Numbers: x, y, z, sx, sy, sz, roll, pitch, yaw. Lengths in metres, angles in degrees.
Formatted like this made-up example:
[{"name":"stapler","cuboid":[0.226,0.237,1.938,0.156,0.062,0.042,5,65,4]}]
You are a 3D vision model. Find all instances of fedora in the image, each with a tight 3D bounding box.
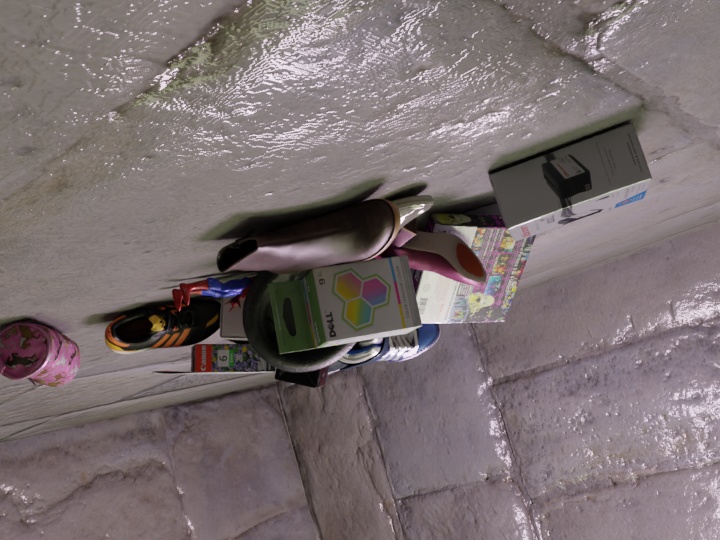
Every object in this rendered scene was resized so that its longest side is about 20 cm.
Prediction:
[{"name":"fedora","cuboid":[-0.084,0.052,1.219,0.198,0.203,0.092,-16,-169,-6]}]

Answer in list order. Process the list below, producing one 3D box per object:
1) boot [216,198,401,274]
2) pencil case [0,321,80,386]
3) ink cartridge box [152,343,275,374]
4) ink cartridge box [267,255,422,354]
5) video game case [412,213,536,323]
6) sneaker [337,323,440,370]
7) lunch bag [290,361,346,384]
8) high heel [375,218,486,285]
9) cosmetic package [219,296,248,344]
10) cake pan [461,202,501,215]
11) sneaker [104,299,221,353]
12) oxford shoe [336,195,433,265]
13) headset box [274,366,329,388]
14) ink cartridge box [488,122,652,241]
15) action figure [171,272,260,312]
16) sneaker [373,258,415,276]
[{"name":"boot","cuboid":[-0.064,-0.035,1.000,0.199,0.073,0.165,-20,173,42]},{"name":"pencil case","cuboid":[-0.477,0.127,1.185,0.082,0.087,0.200,16,166,-4]},{"name":"ink cartridge box","cuboid":[-0.248,0.149,1.349,0.198,0.051,0.109,2,172,-15]},{"name":"ink cartridge box","cuboid":[-0.021,0.047,1.122,0.198,0.105,0.059,-7,168,-20]},{"name":"video game case","cuboid":[0.176,0.000,1.293,0.179,0.036,0.202,0,127,-16]},{"name":"sneaker","cuboid":[0.046,0.113,1.323,0.197,0.082,0.146,-9,174,-5]},{"name":"lunch bag","cuboid":[-0.068,0.114,1.561,0.198,0.171,0.127,-16,174,-23]},{"name":"high heel","cuboid":[0.096,-0.019,1.208,0.199,0.068,0.096,33,137,-23]},{"name":"cosmetic package","cuboid":[-0.174,0.081,1.379,0.102,0.088,0.200,1,171,0]},{"name":"cake pan","cuboid":[0.201,-0.071,1.369,0.198,0.037,0.200,-17,171,-3]},{"name":"sneaker","cuboid":[-0.310,0.090,1.288,0.198,0.071,0.090,-12,173,-18]},{"name":"oxford shoe","cuboid":[0.021,-0.052,1.105,0.199,0.058,0.075,-24,166,32]},{"name":"headset box","cuboid":[-0.086,0.122,1.396,0.074,0.150,0.200,12,174,4]},{"name":"ink cartridge box","cuboid":[0.291,-0.117,1.119,0.198,0.085,0.145,-19,171,13]},{"name":"action figure","cuboid":[-0.186,0.027,1.234,0.198,0.052,0.065,-14,168,-34]},{"name":"sneaker","cuboid":[0.048,0.009,1.309,0.199,0.070,0.109,12,109,-59]}]
